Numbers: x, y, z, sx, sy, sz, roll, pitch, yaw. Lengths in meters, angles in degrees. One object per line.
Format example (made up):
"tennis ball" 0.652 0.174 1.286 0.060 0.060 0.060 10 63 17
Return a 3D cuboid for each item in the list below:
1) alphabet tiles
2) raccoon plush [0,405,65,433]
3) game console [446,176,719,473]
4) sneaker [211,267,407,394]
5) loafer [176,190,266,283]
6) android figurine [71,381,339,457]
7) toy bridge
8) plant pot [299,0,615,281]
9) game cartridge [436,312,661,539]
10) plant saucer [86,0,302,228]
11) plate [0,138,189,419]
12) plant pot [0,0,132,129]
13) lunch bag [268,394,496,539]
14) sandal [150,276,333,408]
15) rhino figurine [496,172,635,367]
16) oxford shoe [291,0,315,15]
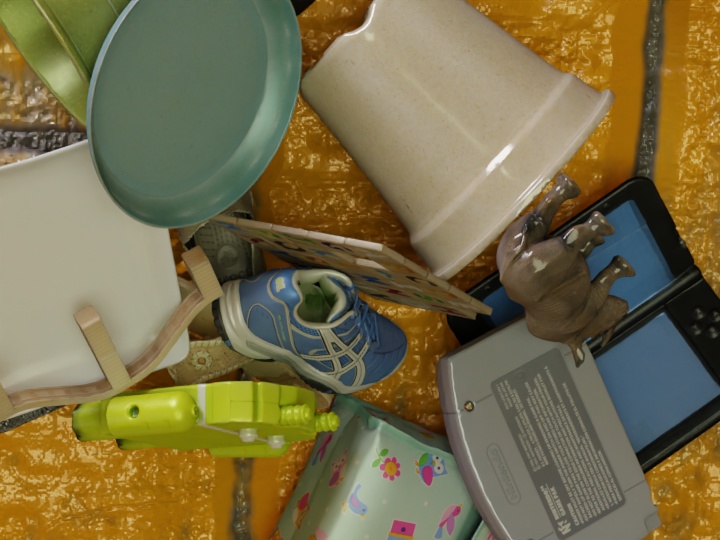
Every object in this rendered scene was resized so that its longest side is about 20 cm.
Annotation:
"alphabet tiles" 0.000 0.000 1.576 0.200 0.166 0.008 30 75 -53
"raccoon plush" -0.267 0.047 1.624 0.199 0.096 0.135 -23 92 -34
"game console" 0.200 0.061 1.662 0.199 0.116 0.177 -34 65 0
"sneaker" -0.023 0.045 1.607 0.077 0.199 0.076 -24 65 33
"loafer" -0.117 -0.058 1.613 0.075 0.067 0.201 -25 107 -6
"android figurine" -0.115 0.116 1.597 0.198 0.182 0.042 -4 77 23
"toy bridge" -0.190 0.059 1.536 0.199 0.027 0.068 -30 125 -10
"plant pot" 0.059 -0.124 1.577 0.183 0.200 0.201 44 93 -5
"game cartridge" 0.141 0.138 1.621 0.133 0.040 0.202 -26 95 -22
"plant saucer" -0.122 -0.129 1.486 0.199 0.027 0.202 -26 128 -37
"plate" -0.233 0.003 1.523 0.198 0.032 0.201 -18 120 -18
"plant pot" -0.171 -0.233 1.518 0.189 0.200 0.201 -36 106 -12
"lunch bag" 0.044 0.216 1.675 0.199 0.122 0.172 27 90 -23
"sandal" -0.114 0.072 1.623 0.211 0.077 0.070 31 65 -23
"rhino figurine" 0.154 0.012 1.541 0.087 0.060 0.200 -42 147 -3
"oxford shoe" -0.052 -0.248 1.594 0.071 0.071 0.200 44 93 13
